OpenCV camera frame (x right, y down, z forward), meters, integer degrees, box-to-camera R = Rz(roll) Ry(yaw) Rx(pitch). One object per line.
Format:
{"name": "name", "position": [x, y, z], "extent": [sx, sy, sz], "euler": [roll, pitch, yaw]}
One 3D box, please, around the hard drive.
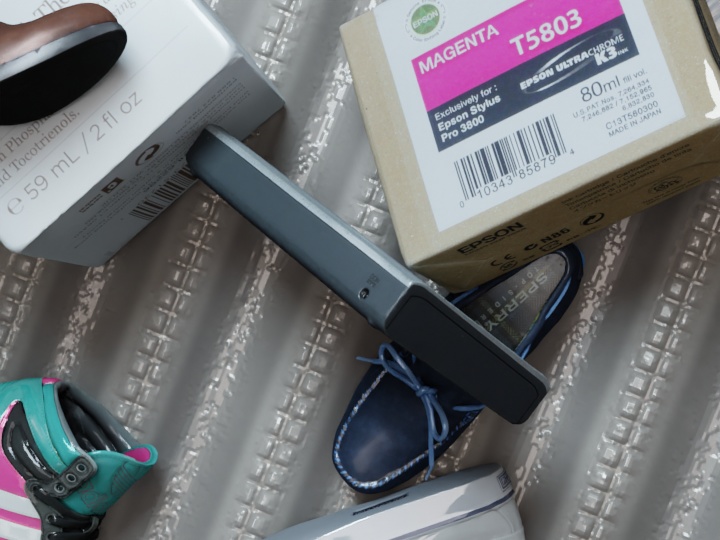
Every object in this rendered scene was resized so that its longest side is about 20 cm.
{"name": "hard drive", "position": [0.000, 0.000, 0.795], "extent": [0.033, 0.139, 0.200], "euler": [-53, 46, 1]}

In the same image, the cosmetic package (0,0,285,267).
{"name": "cosmetic package", "position": [-0.177, -0.131, 0.850], "extent": [0.167, 0.166, 0.200], "euler": [-42, 84, 3]}

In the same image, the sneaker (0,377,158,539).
{"name": "sneaker", "position": [-0.175, 0.152, 0.887], "extent": [0.120, 0.084, 0.201], "euler": [-24, 85, 14]}

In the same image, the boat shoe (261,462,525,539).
{"name": "boat shoe", "position": [0.003, 0.177, 0.874], "extent": [0.199, 0.072, 0.066], "euler": [-20, 91, 2]}

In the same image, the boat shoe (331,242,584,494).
{"name": "boat shoe", "position": [0.051, 0.050, 0.870], "extent": [0.084, 0.069, 0.200], "euler": [38, 92, 6]}

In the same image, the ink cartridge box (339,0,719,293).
{"name": "ink cartridge box", "position": [0.102, -0.103, 0.819], "extent": [0.199, 0.075, 0.166], "euler": [-26, 66, 22]}

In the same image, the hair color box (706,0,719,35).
{"name": "hair color box", "position": [0.289, -0.178, 0.857], "extent": [0.199, 0.061, 0.100], "euler": [-24, 86, 5]}

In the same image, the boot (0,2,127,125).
{"name": "boot", "position": [-0.231, -0.165, 0.755], "extent": [0.187, 0.068, 0.201], "euler": [-20, 79, 14]}
